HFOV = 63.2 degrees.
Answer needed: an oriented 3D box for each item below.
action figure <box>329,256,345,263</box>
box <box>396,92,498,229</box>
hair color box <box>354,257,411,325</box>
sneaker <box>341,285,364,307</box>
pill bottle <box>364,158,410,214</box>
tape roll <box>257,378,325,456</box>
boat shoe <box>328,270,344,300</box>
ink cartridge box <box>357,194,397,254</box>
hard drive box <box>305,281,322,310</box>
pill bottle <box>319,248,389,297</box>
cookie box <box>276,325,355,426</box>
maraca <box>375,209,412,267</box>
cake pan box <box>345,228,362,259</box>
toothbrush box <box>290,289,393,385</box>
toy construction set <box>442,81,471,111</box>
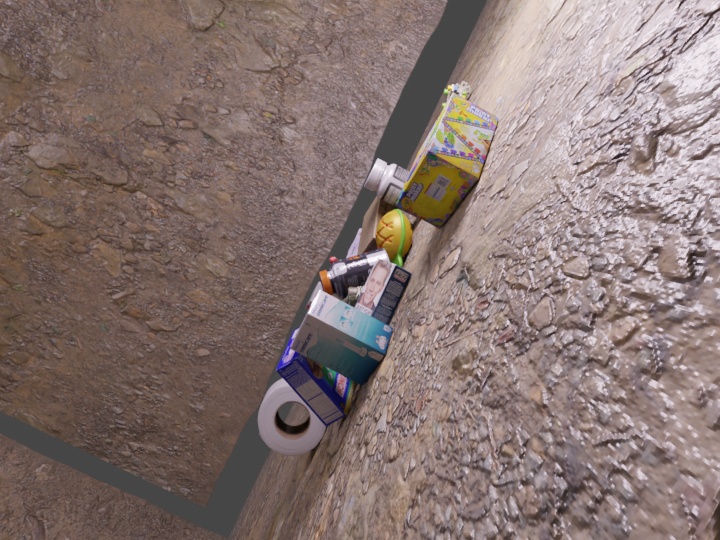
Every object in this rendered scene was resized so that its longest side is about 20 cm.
[{"bbox_3d":[0.000,0.000,1.769,0.066,0.198,0.099,-60,4,36],"label":"action figure"},{"bbox_3d":[0.192,-0.240,1.305,0.194,0.121,0.201,-65,4,-33],"label":"box"},{"bbox_3d":[0.043,0.077,1.477,0.100,0.060,0.202,22,85,60],"label":"hair color box"},{"bbox_3d":[0.004,0.076,1.573,0.199,0.090,0.067,-37,21,26],"label":"sneaker"},{"bbox_3d":[0.119,-0.254,1.789,0.115,0.198,0.114,-62,4,8],"label":"pill bottle"},{"bbox_3d":[-0.197,0.424,1.719,0.205,0.200,0.139,-64,5,-2],"label":"tape roll"},{"bbox_3d":[-0.027,0.065,1.711,0.072,0.198,0.065,-43,-28,-34],"label":"boat shoe"},{"bbox_3d":[0.057,-0.133,1.896,0.165,0.074,0.203,126,158,-55],"label":"ink cartridge box"},{"bbox_3d":[-0.082,0.130,2.049,0.078,0.198,0.156,-64,3,-17],"label":"hard drive box"},{"bbox_3d":[-0.015,0.013,1.642,0.106,0.197,0.108,165,90,-83],"label":"pill bottle"},{"bbox_3d":[-0.103,0.256,1.478,0.075,0.201,0.172,-31,19,24],"label":"cookie box"},{"bbox_3d":[0.097,-0.078,1.713,0.137,0.105,0.204,162,111,-70],"label":"maraca"},{"bbox_3d":[0.014,-0.011,2.008,0.185,0.052,0.202,61,-140,-39],"label":"cake pan box"},{"bbox_3d":[-0.045,0.159,1.363,0.147,0.198,0.086,-61,5,44],"label":"toothbrush box"},{"bbox_3d":[0.315,-0.568,1.961,0.200,0.091,0.133,-56,-29,-60],"label":"toy construction set"}]
